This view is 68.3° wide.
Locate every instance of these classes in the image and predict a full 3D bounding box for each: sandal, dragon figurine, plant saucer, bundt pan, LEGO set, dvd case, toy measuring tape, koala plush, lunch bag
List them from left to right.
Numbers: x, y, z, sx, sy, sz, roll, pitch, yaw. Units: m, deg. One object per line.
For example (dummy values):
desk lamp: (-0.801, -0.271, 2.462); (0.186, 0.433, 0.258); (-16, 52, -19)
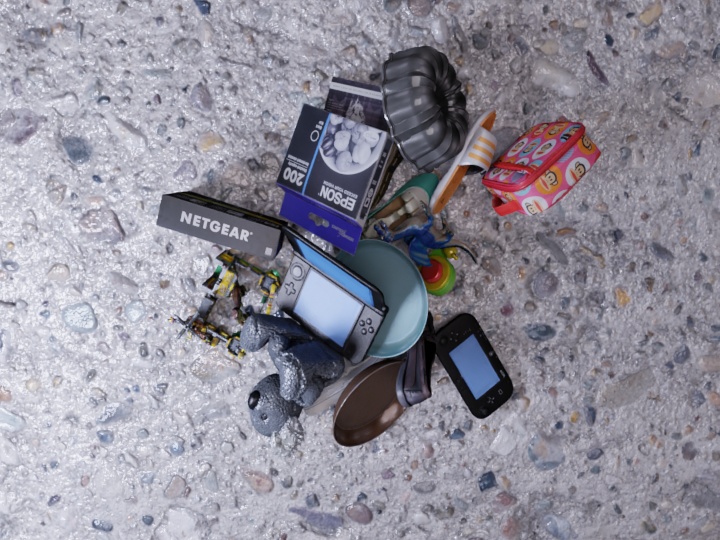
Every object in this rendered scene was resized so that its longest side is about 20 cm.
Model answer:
LEGO set: (-0.233, 0.065, 0.947); (0.152, 0.116, 0.202); (37, 96, -9)
koala plush: (-0.132, 0.209, 0.940); (0.181, 0.176, 0.206); (12, 107, -50)
dvd case: (-0.018, -0.220, 0.923); (0.145, 0.016, 0.208); (22, 101, 32)
plant saucer: (0.024, 0.240, 0.988); (0.195, 0.034, 0.206); (-25, 136, -25)
plant saucer: (0.028, 0.047, 0.910); (0.193, 0.027, 0.209); (7, 106, 25)
sandal: (0.045, -0.207, 0.950); (0.053, 0.080, 0.205); (30, 101, 13)
dragon figurine: (0.112, -0.050, 0.932); (0.197, 0.060, 0.100); (32, 111, -28)
toy measuring tape: (0.120, 0.041, 0.988); (0.073, 0.074, 0.202); (36, 96, -9)
bundt pan: (0.117, -0.270, 0.871); (0.074, 0.200, 0.209); (-11, 104, 37)
sandal: (0.198, -0.182, 0.950); (0.058, 0.079, 0.211); (34, 103, 21)
lunch bag: (0.290, -0.165, 0.903); (0.176, 0.200, 0.082); (-44, 104, 4)

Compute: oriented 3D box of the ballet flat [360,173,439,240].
ballet flat: (0.070, -0.102, 0.963); (0.197, 0.071, 0.068); (-36, 104, 3)

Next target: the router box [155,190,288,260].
router box: (-0.225, -0.080, 0.904); (0.193, 0.157, 0.054); (17, 99, -6)

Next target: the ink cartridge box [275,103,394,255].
ink cartridge box: (-0.055, -0.159, 0.905); (0.194, 0.043, 0.207); (26, 101, 32)

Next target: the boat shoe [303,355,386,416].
boat shoe: (-0.038, 0.194, 1.012); (0.197, 0.072, 0.070); (-34, 99, 11)

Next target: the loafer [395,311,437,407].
loafer: (0.115, 0.153, 0.950); (0.061, 0.203, 0.073); (-16, 125, 32)

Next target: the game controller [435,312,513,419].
game controller: (0.220, 0.186, 1.035); (0.102, 0.042, 0.204); (-32, 101, 2)

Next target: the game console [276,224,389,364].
game console: (-0.060, 0.046, 0.871); (0.197, 0.116, 0.180); (33, 110, 15)

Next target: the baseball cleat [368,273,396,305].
baseball cleat: (0.023, 0.059, 0.968); (0.197, 0.070, 0.108); (-33, 98, 23)
